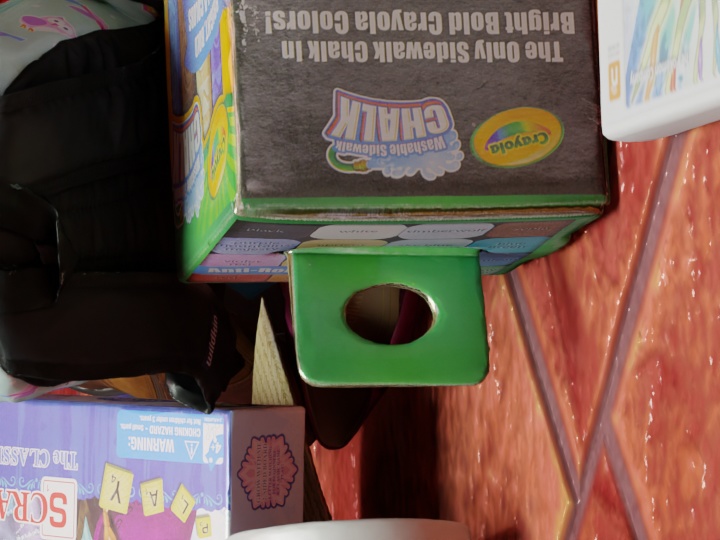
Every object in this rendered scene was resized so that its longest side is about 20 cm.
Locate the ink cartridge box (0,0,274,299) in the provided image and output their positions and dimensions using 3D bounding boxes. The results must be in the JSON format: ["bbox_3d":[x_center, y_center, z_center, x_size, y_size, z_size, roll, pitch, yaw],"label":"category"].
[{"bbox_3d":[-0.094,-0.088,1.276,0.067,0.200,0.116,-33,45,22],"label":"ink cartridge box"}]

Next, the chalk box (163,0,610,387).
[{"bbox_3d":[0.005,-0.060,0.977,0.124,0.124,0.200,144,125,-75],"label":"chalk box"}]

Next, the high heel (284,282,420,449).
[{"bbox_3d":[0.000,0.000,1.133,0.200,0.067,0.096,79,-165,-71],"label":"high heel"}]

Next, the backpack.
[{"bbox_3d":[-0.123,-0.020,1.037,0.200,0.126,0.167,-23,-72,-69],"label":"backpack"}]

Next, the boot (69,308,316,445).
[{"bbox_3d":[-0.122,0.009,1.310,0.069,0.188,0.200,-56,-28,-8],"label":"boot"}]

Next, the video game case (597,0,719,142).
[{"bbox_3d":[0.097,-0.134,0.784,0.200,0.022,0.183,166,102,-77],"label":"video game case"}]

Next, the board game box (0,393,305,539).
[{"bbox_3d":[-0.103,0.149,1.165,0.200,0.041,0.200,-1,89,46],"label":"board game box"}]

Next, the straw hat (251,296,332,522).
[{"bbox_3d":[-0.050,0.117,1.209,0.201,0.085,0.201,162,90,-89],"label":"straw hat"}]

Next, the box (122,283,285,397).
[{"bbox_3d":[-0.085,0.087,1.517,0.141,0.079,0.200,-118,30,-59],"label":"box"}]

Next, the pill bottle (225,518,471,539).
[{"bbox_3d":[0.000,0.191,1.042,0.114,0.114,0.200,137,131,-74],"label":"pill bottle"}]
